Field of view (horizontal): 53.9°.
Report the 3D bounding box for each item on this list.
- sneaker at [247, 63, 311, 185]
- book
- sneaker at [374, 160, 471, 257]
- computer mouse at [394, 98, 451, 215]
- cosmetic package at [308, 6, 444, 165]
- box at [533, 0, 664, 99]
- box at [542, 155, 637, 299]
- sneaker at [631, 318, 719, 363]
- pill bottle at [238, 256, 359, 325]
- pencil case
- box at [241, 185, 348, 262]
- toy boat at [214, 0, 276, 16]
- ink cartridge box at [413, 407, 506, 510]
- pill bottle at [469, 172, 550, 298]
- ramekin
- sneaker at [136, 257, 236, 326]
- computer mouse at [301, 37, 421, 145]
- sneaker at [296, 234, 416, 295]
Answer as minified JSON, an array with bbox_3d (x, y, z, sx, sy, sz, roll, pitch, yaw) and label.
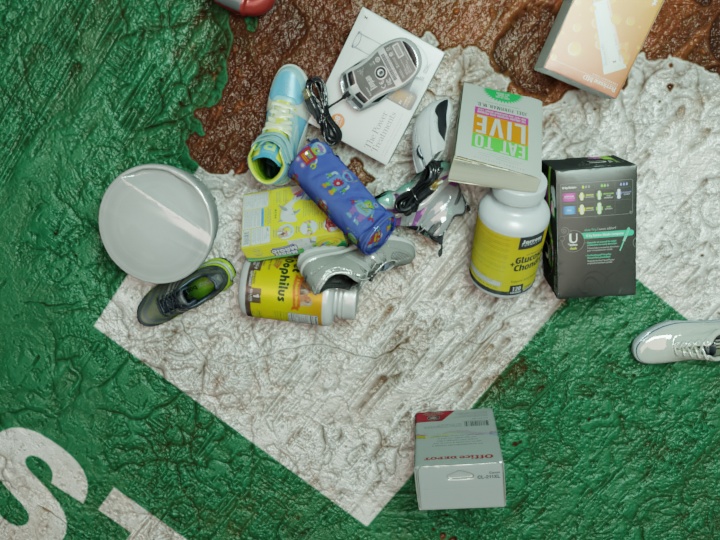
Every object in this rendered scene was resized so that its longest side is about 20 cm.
[{"bbox_3d":[-0.129,-0.229,1.139,0.079,0.131,0.202,9,105,5],"label":"sneaker"},{"bbox_3d":[0.211,-0.205,1.086,0.132,0.201,0.048,12,137,1],"label":"book"},{"bbox_3d":[0.090,-0.078,1.184,0.199,0.078,0.141,-28,99,12],"label":"sneaker"},{"bbox_3d":[0.099,-0.191,1.102,0.044,0.202,0.110,21,148,-15],"label":"computer mouse"},{"bbox_3d":[0.025,-0.296,1.149,0.150,0.052,0.201,28,105,1],"label":"cosmetic package"},{"bbox_3d":[0.366,-0.378,1.071,0.123,0.098,0.202,22,106,-1],"label":"box"},{"bbox_3d":[0.359,-0.073,1.123,0.123,0.149,0.202,-4,104,7],"label":"box"},{"bbox_3d":[0.564,0.121,1.193,0.198,0.071,0.074,-13,103,9],"label":"sneaker"},{"bbox_3d":[-0.102,0.035,1.215,0.198,0.109,0.110,6,105,4],"label":"pill bottle"},{"bbox_3d":[-0.027,-0.117,1.111,0.087,0.078,0.200,-36,71,-20],"label":"pencil case"},{"bbox_3d":[-0.097,-0.087,1.183,0.198,0.118,0.049,-10,147,9],"label":"box"},{"bbox_3d":[-0.174,-0.497,1.074,0.129,0.131,0.202,23,106,-1],"label":"toy boat"},{"bbox_3d":[0.166,0.320,1.215,0.144,0.200,0.084,-4,104,7],"label":"ink cartridge box"},{"bbox_3d":[0.237,-0.062,1.120,0.111,0.113,0.201,5,133,4],"label":"pill bottle"},{"bbox_3d":[-0.335,-0.086,1.214,0.200,0.094,0.205,2,105,6],"label":"ramekin"},{"bbox_3d":[-0.318,0.042,1.252,0.199,0.081,0.074,-30,100,12],"label":"sneaker"},{"bbox_3d":[0.009,-0.289,1.107,0.199,0.044,0.110,-26,95,18],"label":"computer mouse"},{"bbox_3d":[0.000,0.000,1.151,0.198,0.083,0.075,-12,148,-13],"label":"sneaker"}]
